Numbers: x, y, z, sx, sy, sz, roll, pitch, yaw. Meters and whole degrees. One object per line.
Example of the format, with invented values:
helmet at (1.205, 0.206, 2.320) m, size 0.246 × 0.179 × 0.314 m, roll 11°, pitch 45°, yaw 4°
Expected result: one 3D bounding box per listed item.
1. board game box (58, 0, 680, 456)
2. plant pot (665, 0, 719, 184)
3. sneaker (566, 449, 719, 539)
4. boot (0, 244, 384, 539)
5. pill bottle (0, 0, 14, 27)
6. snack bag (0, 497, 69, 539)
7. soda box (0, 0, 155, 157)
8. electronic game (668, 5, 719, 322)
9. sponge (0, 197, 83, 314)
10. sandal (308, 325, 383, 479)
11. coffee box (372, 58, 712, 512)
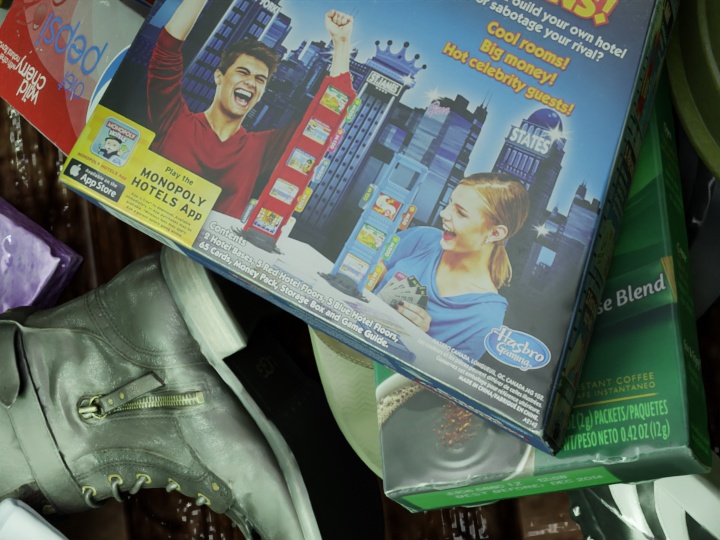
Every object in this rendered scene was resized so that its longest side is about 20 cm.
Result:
board game box at (0.029, -0.069, 0.928) m, size 0.200 × 0.062 × 0.200 m, roll 28°, pitch 85°, yaw 14°
plant pot at (0.206, -0.109, 0.911) m, size 0.200 × 0.190 × 0.200 m, roll -1°, pitch 83°, yaw 7°
sneaker at (0.099, 0.112, 1.013) m, size 0.200 × 0.073 × 0.112 m, roll 44°, pitch 103°, yaw 7°
boot at (-0.096, 0.084, 1.106) m, size 0.174 × 0.069 × 0.200 m, roll -26°, pitch 88°, yaw 23°
pill bottle at (-0.235, -0.146, 1.107) m, size 0.109 × 0.200 × 0.109 m, roll -2°, pitch 86°, yaw 21°
snack bag at (-0.129, 0.219, 1.107) m, size 0.200 × 0.021 × 0.189 m, roll 42°, pitch 110°, yaw 7°
soda box at (-0.087, -0.069, 1.065) m, size 0.070 × 0.063 × 0.200 m, roll -61°, pitch 34°, yaw 7°
electronic game at (0.073, -0.054, 1.062) m, size 0.200 × 0.042 × 0.200 m, roll 2°, pitch 96°, yaw 23°
sponge at (-0.233, -0.014, 1.190) m, size 0.200 × 0.030 × 0.112 m, roll 35°, pitch 100°, yaw 19°
sandal at (-0.001, 0.000, 1.045) m, size 0.080 × 0.057 × 0.201 m, roll -21°, pitch 86°, yaw 24°
coffee box at (0.061, -0.015, 0.977) m, size 0.123 × 0.044 × 0.200 m, roll -9°, pitch 71°, yaw 18°
